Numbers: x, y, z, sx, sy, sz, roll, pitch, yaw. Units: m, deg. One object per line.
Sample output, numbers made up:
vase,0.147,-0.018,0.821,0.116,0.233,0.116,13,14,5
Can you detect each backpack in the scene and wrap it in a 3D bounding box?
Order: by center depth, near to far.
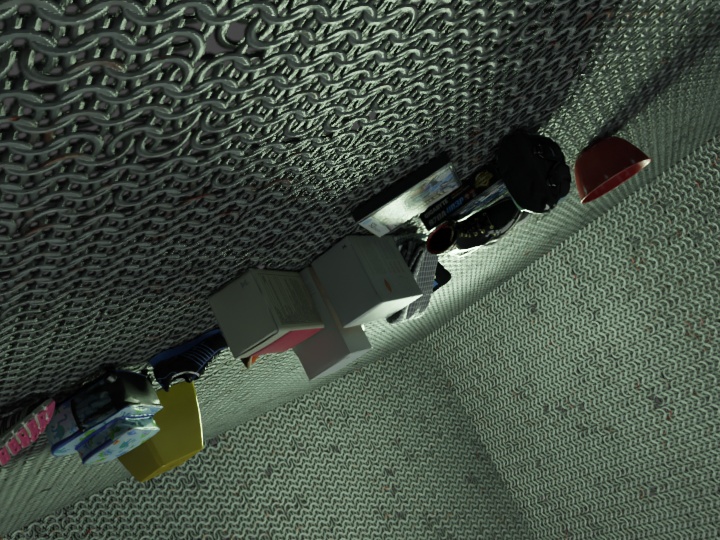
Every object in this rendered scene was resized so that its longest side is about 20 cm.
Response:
backpack,-0.512,0.299,1.326,0.198,0.149,0.183,-27,166,4
backpack,0.351,-0.195,1.339,0.199,0.165,0.153,-26,178,-45

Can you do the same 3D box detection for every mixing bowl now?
mixing bowl,0.628,-0.272,1.724,0.198,0.109,0.200,-28,167,-7

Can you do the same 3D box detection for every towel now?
towel,0.115,0.018,1.547,0.165,0.085,0.203,-5,113,-60

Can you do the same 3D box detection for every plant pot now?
plant pot,-0.523,0.426,1.734,0.199,0.178,0.199,-38,165,37

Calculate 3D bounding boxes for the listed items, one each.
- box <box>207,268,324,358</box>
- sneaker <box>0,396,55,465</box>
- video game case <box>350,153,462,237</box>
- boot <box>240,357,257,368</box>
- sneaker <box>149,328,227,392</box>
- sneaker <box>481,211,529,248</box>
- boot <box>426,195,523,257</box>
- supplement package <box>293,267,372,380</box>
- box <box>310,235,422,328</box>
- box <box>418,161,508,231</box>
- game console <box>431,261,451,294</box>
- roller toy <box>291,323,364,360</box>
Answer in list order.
box,-0.173,0.081,1.265,0.108,0.129,0.200,-32,167,17
sneaker,-0.636,0.284,1.181,0.200,0.087,0.074,-48,164,-40
video game case,0.091,-0.134,1.250,0.198,0.026,0.181,-32,167,10
boot,-0.242,0.168,1.601,0.106,0.076,0.200,-28,167,-28
sneaker,-0.342,0.188,1.425,0.198,0.079,0.070,-23,167,-25
sneaker,0.383,-0.138,1.820,0.199,0.075,0.085,-36,164,-12
boot,0.245,-0.091,1.440,0.203,0.074,0.153,-35,165,28
supplement package,-0.084,0.108,1.406,0.117,0.202,0.117,-33,167,20
box,0.017,0.018,1.389,0.106,0.154,0.199,-34,166,26
box,0.242,-0.156,1.455,0.199,0.046,0.158,-36,166,29
game console,0.116,0.041,1.794,0.199,0.170,0.119,-38,-163,36
roller toy,-0.096,0.151,1.695,0.182,0.140,0.200,-40,166,-2
